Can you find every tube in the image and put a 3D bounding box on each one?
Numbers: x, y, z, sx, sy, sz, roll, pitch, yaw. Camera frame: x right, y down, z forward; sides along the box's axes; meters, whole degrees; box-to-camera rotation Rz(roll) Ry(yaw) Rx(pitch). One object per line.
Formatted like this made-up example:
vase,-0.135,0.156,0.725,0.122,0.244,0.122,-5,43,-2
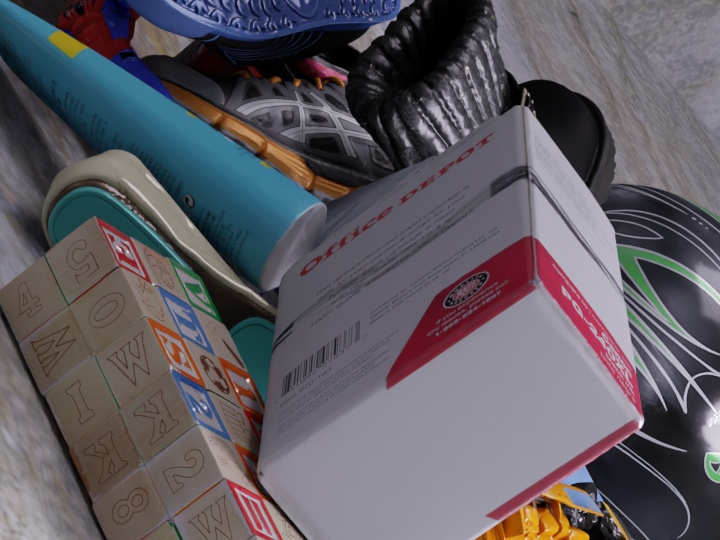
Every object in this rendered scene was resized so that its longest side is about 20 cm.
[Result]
tube,-0.108,-0.067,1.426,0.200,0.050,0.078,36,-21,15

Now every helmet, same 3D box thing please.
helmet,0.148,0.048,1.638,0.191,0.200,0.200,51,13,-19

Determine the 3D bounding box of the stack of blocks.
stack of blocks,-0.066,0.085,1.257,0.115,0.058,0.201,34,23,-56

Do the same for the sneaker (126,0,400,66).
sneaker,-0.065,-0.138,1.550,0.199,0.078,0.071,0,71,-51

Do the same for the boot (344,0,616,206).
boot,0.065,-0.083,1.558,0.158,0.079,0.212,60,22,-25

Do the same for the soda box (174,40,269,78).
soda box,-0.034,-0.047,1.708,0.200,0.063,0.070,47,13,-22

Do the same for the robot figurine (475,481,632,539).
robot figurine,0.102,0.167,1.438,0.200,0.058,0.146,18,64,-58

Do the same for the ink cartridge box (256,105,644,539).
ink cartridge box,0.038,0.031,1.286,0.083,0.145,0.200,50,16,-17

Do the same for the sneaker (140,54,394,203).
sneaker,-0.035,-0.072,1.612,0.199,0.078,0.078,25,-22,-15

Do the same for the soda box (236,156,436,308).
soda box,0.000,0.000,1.495,0.064,0.068,0.200,52,-18,-7

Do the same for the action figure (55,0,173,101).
action figure,-0.129,-0.102,1.507,0.099,0.065,0.201,51,10,-53

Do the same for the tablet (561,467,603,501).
tablet,0.087,0.161,1.489,0.131,0.014,0.200,62,31,-26

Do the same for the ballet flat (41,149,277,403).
ballet flat,-0.069,0.025,1.390,0.200,0.069,0.070,52,13,-10

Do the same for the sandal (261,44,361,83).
sandal,-0.021,-0.111,1.677,0.200,0.045,0.075,50,12,-12
